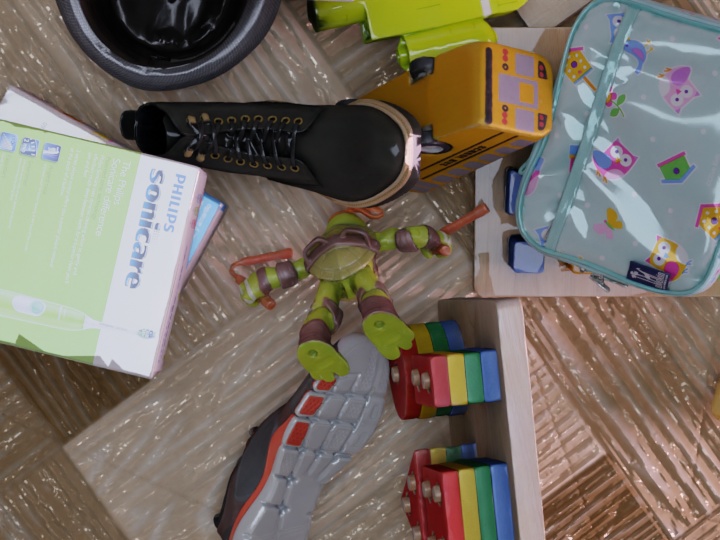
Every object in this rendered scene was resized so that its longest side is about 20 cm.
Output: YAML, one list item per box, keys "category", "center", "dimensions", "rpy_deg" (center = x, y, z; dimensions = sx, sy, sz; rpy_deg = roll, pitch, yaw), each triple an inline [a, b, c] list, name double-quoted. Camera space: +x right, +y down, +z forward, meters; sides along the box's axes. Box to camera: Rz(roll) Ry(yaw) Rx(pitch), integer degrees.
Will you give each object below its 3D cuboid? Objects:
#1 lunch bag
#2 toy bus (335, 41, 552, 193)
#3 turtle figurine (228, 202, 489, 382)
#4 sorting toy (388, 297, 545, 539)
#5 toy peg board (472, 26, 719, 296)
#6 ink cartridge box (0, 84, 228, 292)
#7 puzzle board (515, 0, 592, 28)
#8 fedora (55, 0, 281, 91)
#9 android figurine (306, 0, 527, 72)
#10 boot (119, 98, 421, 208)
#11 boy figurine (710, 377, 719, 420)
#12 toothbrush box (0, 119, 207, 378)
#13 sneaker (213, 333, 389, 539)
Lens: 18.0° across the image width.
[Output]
- category: "lunch bag"
  center: [0.197, -0.084, 1.578]
  dimensions: [0.159, 0.077, 0.202]
  rpy_deg: [20, 99, 12]
- category: "toy bus"
  center: [0.050, -0.103, 1.623]
  dimensions: [0.078, 0.200, 0.066]
  rpy_deg: [9, 73, -29]
- category: "turtle figurine"
  center: [0.000, 0.000, 1.625]
  dimensions: [0.198, 0.162, 0.065]
  rpy_deg: [-11, 127, 3]
- category: "sorting toy"
  center: [0.069, 0.123, 1.611]
  dimensions: [0.069, 0.199, 0.202]
  rpy_deg: [-6, 90, -10]
- category: "toy peg board"
  center: [0.184, -0.078, 1.658]
  dimensions: [0.197, 0.098, 0.202]
  rpy_deg: [0, 95, -1]
- category: "ink cartridge box"
  center: [-0.212, -0.043, 1.644]
  dimensions: [0.199, 0.129, 0.126]
  rpy_deg: [30, 90, -2]
- category: "puzzle board"
  center: [0.170, -0.292, 1.705]
  dimensions: [0.199, 0.017, 0.151]
  rpy_deg: [-35, 90, -1]
- category: "fedora"
  center: [-0.138, -0.235, 1.661]
  dimensions: [0.175, 0.090, 0.202]
  rpy_deg: [1, 102, 2]
- category: "android figurine"
  center: [0.052, -0.238, 1.647]
  dimensions: [0.198, 0.041, 0.184]
  rpy_deg: [-11, 92, -9]
- category: "boot"
  center: [-0.064, -0.086, 1.590]
  dimensions: [0.138, 0.199, 0.078]
  rpy_deg: [2, 91, -38]
- category: "boy figurine"
  center: [0.344, 0.046, 1.687]
  dimensions: [0.199, 0.064, 0.125]
  rpy_deg: [-29, 94, -4]
- category: "toothbrush box"
  center: [-0.217, -0.021, 1.538]
  dimensions: [0.198, 0.086, 0.147]
  rpy_deg: [13, 90, 0]
- category: "sneaker"
  center: [-0.055, 0.125, 1.669]
  dimensions: [0.077, 0.082, 0.201]
  rpy_deg: [25, 99, -41]
